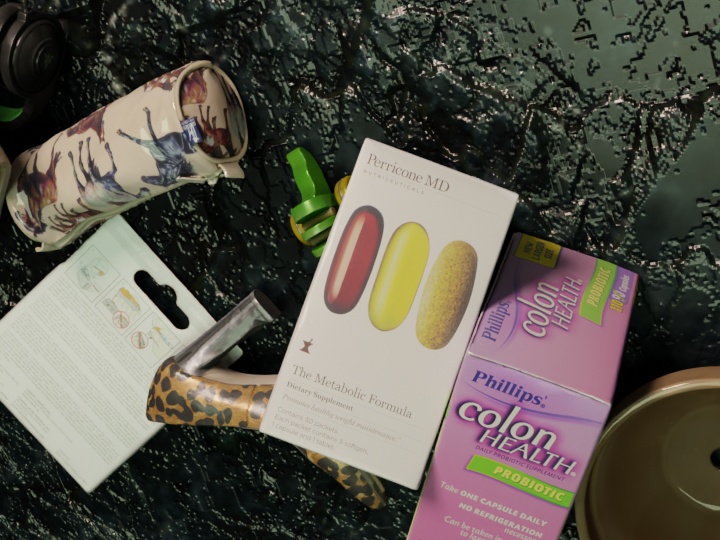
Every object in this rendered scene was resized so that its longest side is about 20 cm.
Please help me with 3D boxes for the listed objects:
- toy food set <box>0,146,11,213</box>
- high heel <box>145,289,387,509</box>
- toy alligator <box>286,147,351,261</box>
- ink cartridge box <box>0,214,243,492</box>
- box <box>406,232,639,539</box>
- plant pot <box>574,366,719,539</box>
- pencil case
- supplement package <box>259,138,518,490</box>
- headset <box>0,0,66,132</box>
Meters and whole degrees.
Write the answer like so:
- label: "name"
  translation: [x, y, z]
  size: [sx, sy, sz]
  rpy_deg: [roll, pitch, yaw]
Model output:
- label: "toy food set"
  translation: [-0.334, -0.101, 0.999]
  size: [0.144, 0.060, 0.200]
  rpy_deg: [58, 153, 6]
- label: "high heel"
  translation: [-0.077, 0.135, 1.041]
  size: [0.142, 0.071, 0.201]
  rpy_deg: [-39, 81, 16]
- label: "toy alligator"
  translation: [0.000, 0.000, 0.969]
  size: [0.059, 0.054, 0.201]
  rpy_deg: [-28, 102, 32]
- label: "ink cartridge box"
  translation: [-0.216, 0.069, 1.113]
  size: [0.200, 0.057, 0.163]
  rpy_deg: [-41, 95, 12]
- label: "box"
  translation: [0.109, 0.109, 0.901]
  size: [0.096, 0.176, 0.202]
  rpy_deg: [18, 120, 8]
- label: "plant pot"
  translation: [0.253, 0.150, 0.907]
  size: [0.198, 0.093, 0.203]
  rpy_deg: [6, 112, 15]
- label: "pencil case"
  translation: [-0.179, -0.081, 0.987]
  size: [0.199, 0.078, 0.090]
  rpy_deg: [-22, 71, 29]
- label: "supplement package"
  translation: [0.020, 0.030, 0.880]
  size: [0.113, 0.110, 0.202]
  rpy_deg: [19, 87, 2]
- label: "headset"
  translation: [-0.270, -0.195, 0.991]
  size: [0.123, 0.094, 0.200]
  rpy_deg: [41, 139, 0]
